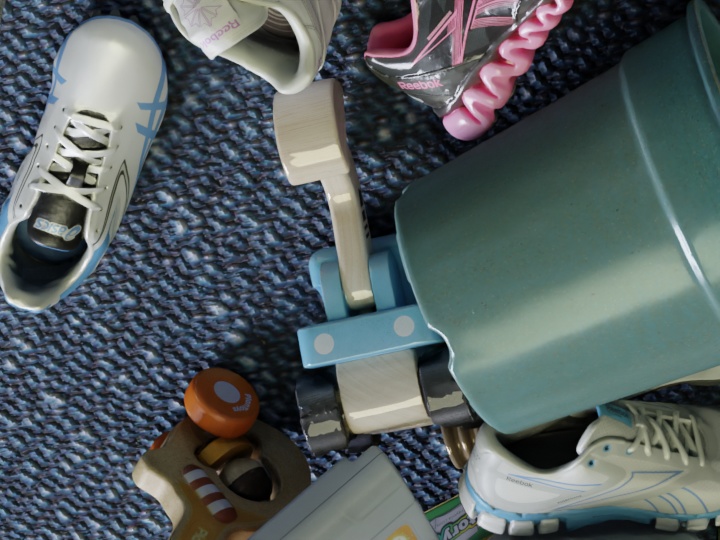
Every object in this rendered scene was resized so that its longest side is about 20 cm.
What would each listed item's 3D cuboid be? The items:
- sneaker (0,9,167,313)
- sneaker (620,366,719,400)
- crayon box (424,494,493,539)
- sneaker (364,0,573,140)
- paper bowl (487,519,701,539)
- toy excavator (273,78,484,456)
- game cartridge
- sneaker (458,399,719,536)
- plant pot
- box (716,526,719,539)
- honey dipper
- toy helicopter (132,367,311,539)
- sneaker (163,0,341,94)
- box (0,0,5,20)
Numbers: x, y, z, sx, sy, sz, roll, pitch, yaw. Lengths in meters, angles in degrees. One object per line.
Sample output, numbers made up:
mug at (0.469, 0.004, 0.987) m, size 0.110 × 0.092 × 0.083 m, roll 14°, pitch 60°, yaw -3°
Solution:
sneaker at (-0.158, -0.058, 1.496) m, size 0.072 × 0.073 × 0.200 m, roll 16°, pitch 128°, yaw -10°
sneaker at (0.178, 0.009, 1.541) m, size 0.200 × 0.076 × 0.115 m, roll -21°, pitch 129°, yaw 21°
crayon box at (0.098, 0.222, 1.736) m, size 0.200 × 0.058 × 0.173 m, roll -30°, pitch 122°, yaw 23°
sneaker at (0.066, -0.161, 1.409) m, size 0.095 × 0.079 × 0.200 m, roll 28°, pitch 125°, yaw -7°
paper bowl at (0.139, 0.210, 1.563) m, size 0.200 × 0.201 × 0.105 m, roll -2°, pitch 108°, yaw 3°
toy excavator at (0.000, 0.000, 1.529) m, size 0.100 × 0.201 × 0.194 m, roll -13°, pitch 173°, yaw 12°
game cartridge at (-0.010, 0.194, 1.584) m, size 0.133 × 0.042 × 0.200 m, roll -44°, pitch 148°, yaw -9°
sneaker at (0.158, 0.105, 1.545) m, size 0.199 × 0.075 × 0.087 m, roll -8°, pitch 145°, yaw -5°
plant pot at (0.136, -0.016, 1.430) m, size 0.196 × 0.201 × 0.200 m, roll -24°, pitch 126°, yaw 16°
box at (0.287, 0.161, 1.694) m, size 0.110 × 0.035 × 0.200 m, roll 2°, pitch 130°, yaw -1°
honey dipper at (0.148, 0.077, 1.630) m, size 0.199 × 0.038 × 0.038 m, roll -18°, pitch 128°, yaw 10°
toy helicopter at (-0.084, 0.158, 1.591) m, size 0.132 × 0.200 × 0.079 m, roll 33°, pitch 126°, yaw 0°
sneaker at (-0.083, -0.172, 1.378) m, size 0.075 × 0.100 × 0.200 m, roll -34°, pitch 120°, yaw 29°
box at (-0.222, -0.225, 1.271) m, size 0.130 × 0.199 × 0.200 m, roll 9°, pitch 131°, yaw -5°
